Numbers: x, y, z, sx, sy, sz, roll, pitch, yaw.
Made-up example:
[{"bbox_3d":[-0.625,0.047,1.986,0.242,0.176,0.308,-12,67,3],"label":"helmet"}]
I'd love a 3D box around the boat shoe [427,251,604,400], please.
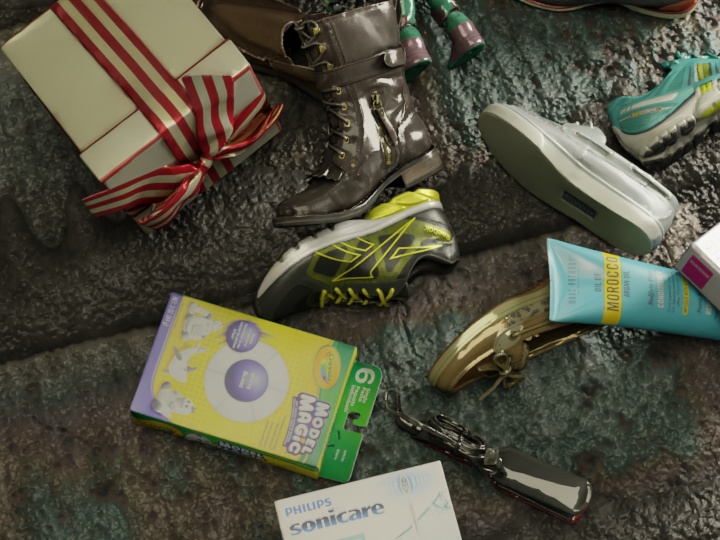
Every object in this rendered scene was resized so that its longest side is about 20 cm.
[{"bbox_3d":[0.150,0.055,1.524,0.200,0.073,0.063,-32,74,-13],"label":"boat shoe"}]

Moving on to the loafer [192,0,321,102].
[{"bbox_3d":[-0.069,-0.220,1.614,0.200,0.071,0.073,25,70,10],"label":"loafer"}]

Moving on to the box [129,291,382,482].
[{"bbox_3d":[-0.089,0.104,1.517,0.199,0.048,0.118,17,72,3],"label":"box"}]

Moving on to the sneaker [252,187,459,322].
[{"bbox_3d":[0.000,0.000,1.539,0.200,0.075,0.085,-29,74,-11],"label":"sneaker"}]

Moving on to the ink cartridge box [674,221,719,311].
[{"bbox_3d":[0.380,-0.014,1.542,0.119,0.042,0.200,46,51,13],"label":"ink cartridge box"}]

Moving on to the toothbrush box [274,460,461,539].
[{"bbox_3d":[0.021,0.276,1.438,0.146,0.085,0.201,-12,70,-5],"label":"toothbrush box"}]

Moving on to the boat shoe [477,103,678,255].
[{"bbox_3d":[0.201,-0.096,1.586,0.201,0.070,0.072,37,63,8],"label":"boat shoe"}]

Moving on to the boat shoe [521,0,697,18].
[{"bbox_3d":[0.229,-0.284,1.650,0.199,0.063,0.071,9,73,4],"label":"boat shoe"}]

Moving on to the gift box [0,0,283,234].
[{"bbox_3d":[-0.191,-0.149,1.519,0.184,0.200,0.187,-40,75,1],"label":"gift box"}]

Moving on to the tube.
[{"bbox_3d":[0.255,0.024,1.520,0.199,0.050,0.078,10,58,-15],"label":"tube"}]

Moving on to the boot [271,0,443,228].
[{"bbox_3d":[-0.022,-0.141,1.529,0.200,0.069,0.175,-28,105,-33],"label":"boot"}]

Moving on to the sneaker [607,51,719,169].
[{"bbox_3d":[0.319,-0.177,1.610,0.200,0.078,0.080,-32,65,-11],"label":"sneaker"}]

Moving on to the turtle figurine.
[{"bbox_3d":[0.034,-0.280,1.631,0.149,0.101,0.200,-23,78,-9],"label":"turtle figurine"}]

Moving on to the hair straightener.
[{"bbox_3d":[0.108,0.152,1.487,0.200,0.077,0.041,30,75,9],"label":"hair straightener"}]
